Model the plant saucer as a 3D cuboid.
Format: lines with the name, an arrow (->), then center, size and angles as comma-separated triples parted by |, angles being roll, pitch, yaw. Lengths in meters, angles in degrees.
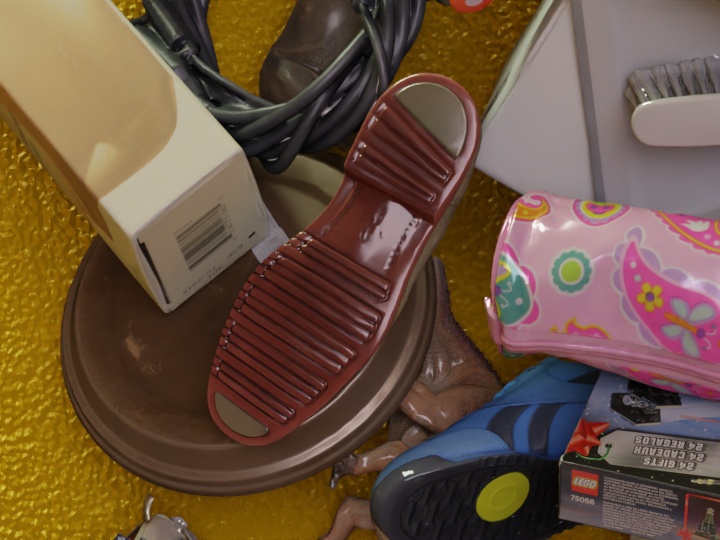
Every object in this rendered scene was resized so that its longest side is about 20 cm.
plant saucer -> -0.061, 0.018, 1.303 | 0.199, 0.030, 0.201 | -7, 59, 12

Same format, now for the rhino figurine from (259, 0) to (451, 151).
rhino figurine -> 0.007, -0.153, 1.359 | 0.060, 0.087, 0.201 | 34, 75, -42

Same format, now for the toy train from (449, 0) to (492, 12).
toy train -> 0.073, -0.213, 1.256 | 0.150, 0.056, 0.200 | 28, 81, 27

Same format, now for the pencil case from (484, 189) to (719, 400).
pencil case -> 0.159, 0.020, 1.189 | 0.199, 0.087, 0.088 | 13, 80, 17

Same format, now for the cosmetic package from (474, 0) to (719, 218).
cosmetic package -> 0.187, -0.097, 1.299 | 0.200, 0.165, 0.165 | 32, 119, -2

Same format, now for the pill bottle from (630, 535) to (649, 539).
pill bottle -> 0.223, 0.159, 1.269 | 0.112, 0.200, 0.113 | -4, 101, -21

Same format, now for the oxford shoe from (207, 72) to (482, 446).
oxford shoe -> 0.000, 0.000, 1.246 | 0.070, 0.075, 0.200 | 37, 95, 12

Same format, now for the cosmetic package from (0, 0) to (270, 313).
cosmetic package -> -0.137, -0.085, 1.287 | 0.071, 0.105, 0.200 | -38, 67, -9

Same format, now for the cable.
cable -> -0.031, -0.134, 1.308 | 0.163, 0.200, 0.051 | -45, 134, -4

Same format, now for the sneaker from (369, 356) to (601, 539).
sneaker -> 0.081, 0.087, 1.278 | 0.199, 0.066, 0.078 | -12, 42, -30

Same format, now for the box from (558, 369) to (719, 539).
box -> 0.206, 0.081, 1.208 | 0.199, 0.040, 0.137 | 12, 39, 17

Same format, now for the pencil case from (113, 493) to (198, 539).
pencil case -> -0.048, 0.198, 1.300 | 0.199, 0.078, 0.090 | 30, 94, -2

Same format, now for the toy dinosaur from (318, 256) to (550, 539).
toy dinosaur -> 0.050, 0.102, 1.326 | 0.135, 0.086, 0.201 | 10, 77, -5

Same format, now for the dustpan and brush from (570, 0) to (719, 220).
dustpan and brush -> 0.194, -0.074, 1.178 | 0.199, 0.057, 0.140 | -2, 116, 17
